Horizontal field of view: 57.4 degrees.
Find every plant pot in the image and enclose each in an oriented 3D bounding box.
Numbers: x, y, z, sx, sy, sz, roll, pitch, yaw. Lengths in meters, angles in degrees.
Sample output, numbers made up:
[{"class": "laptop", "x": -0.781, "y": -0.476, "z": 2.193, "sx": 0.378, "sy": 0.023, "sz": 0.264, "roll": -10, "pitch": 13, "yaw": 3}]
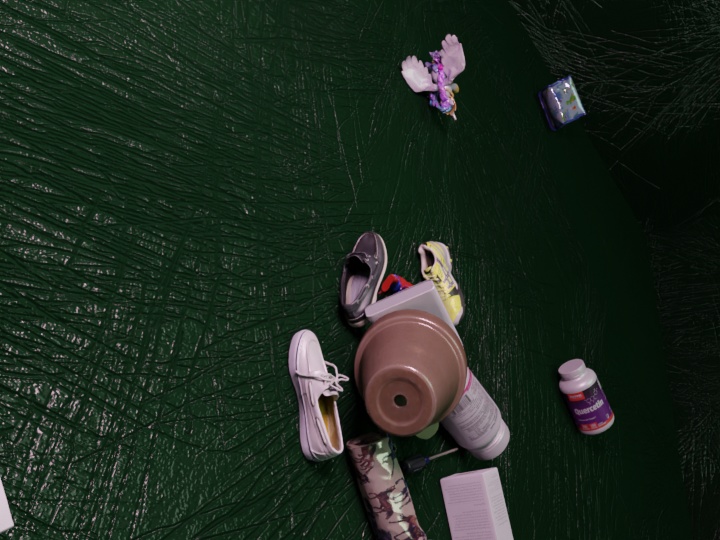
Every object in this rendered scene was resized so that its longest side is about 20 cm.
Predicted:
[{"class": "plant pot", "x": 0.073, "y": 0.179, "z": 1.068, "sx": 0.204, "sy": 0.197, "sz": 0.175, "roll": 66, "pitch": 14, "yaw": -4}]

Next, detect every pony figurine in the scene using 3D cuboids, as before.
[{"class": "pony figurine", "x": 0.210, "y": -0.508, "z": 1.729, "sx": 0.195, "sy": 0.164, "sz": 0.201, "roll": 61, "pitch": 19, "yaw": -25}]

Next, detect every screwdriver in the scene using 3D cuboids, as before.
[{"class": "screwdriver", "x": 0.138, "y": 0.364, "z": 1.264, "sx": 0.198, "sy": 0.028, "sz": 0.030, "roll": 12, "pitch": 94, "yaw": -53}]

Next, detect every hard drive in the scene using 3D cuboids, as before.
[{"class": "hard drive", "x": 0.103, "y": 0.109, "z": 1.207, "sx": 0.027, "sy": 0.129, "sz": 0.201, "roll": -105, "pitch": 168, "yaw": -45}]

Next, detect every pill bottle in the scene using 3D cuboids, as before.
[{"class": "pill bottle", "x": 0.649, "y": 0.365, "z": 1.907, "sx": 0.203, "sy": 0.111, "sz": 0.112, "roll": 62, "pitch": 35, "yaw": -9}, {"class": "pill bottle", "x": 0.216, "y": 0.287, "z": 1.336, "sx": 0.201, "sy": 0.112, "sz": 0.114, "roll": 52, "pitch": 38, "yaw": -25}]

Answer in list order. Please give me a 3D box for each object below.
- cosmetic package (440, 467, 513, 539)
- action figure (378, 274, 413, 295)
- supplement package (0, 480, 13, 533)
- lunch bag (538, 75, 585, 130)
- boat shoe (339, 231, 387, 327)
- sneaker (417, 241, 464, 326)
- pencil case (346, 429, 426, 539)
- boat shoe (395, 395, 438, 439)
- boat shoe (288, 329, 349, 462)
[{"class": "cosmetic package", "x": 0.230, "y": 0.493, "z": 1.261, "sx": 0.071, "sy": 0.100, "sz": 0.205, "roll": 7, "pitch": 68, "yaw": -53}, {"class": "action figure", "x": 0.075, "y": 0.038, "z": 1.273, "sx": 0.065, "sy": 0.052, "sz": 0.200, "roll": 31, "pitch": 5, "yaw": 8}, {"class": "supplement package", "x": -0.373, "y": 0.169, "z": 0.489, "sx": 0.120, "sy": 0.197, "sz": 0.122, "roll": -13, "pitch": 83, "yaw": -55}, {"class": "lunch bag", "x": 0.802, "y": -0.668, "z": 2.649, "sx": 0.200, "sy": 0.125, "sz": 0.173, "roll": -55, "pitch": 122, "yaw": -84}, {"class": "boat shoe", "x": -0.002, "y": 0.001, "z": 1.212, "sx": 0.066, "sy": 0.073, "sz": 0.203, "roll": 49, "pitch": 47, "yaw": -45}, {"class": "sneaker", "x": 0.170, "y": 0.030, "z": 1.452, "sx": 0.075, "sy": 0.075, "sz": 0.204, "roll": 10, "pitch": 54, "yaw": -43}, {"class": "pencil case", "x": 0.046, "y": 0.366, "z": 1.086, "sx": 0.088, "sy": 0.077, "sz": 0.204, "roll": -17, "pitch": 87, "yaw": -34}, {"class": "boat shoe", "x": 0.066, "y": 0.222, "z": 1.209, "sx": 0.202, "sy": 0.073, "sz": 0.063, "roll": 49, "pitch": 2, "yaw": -13}, {"class": "boat shoe", "x": -0.057, "y": 0.188, "z": 1.025, "sx": 0.074, "sy": 0.085, "sz": 0.207, "roll": 16, "pitch": 61, "yaw": -49}]
